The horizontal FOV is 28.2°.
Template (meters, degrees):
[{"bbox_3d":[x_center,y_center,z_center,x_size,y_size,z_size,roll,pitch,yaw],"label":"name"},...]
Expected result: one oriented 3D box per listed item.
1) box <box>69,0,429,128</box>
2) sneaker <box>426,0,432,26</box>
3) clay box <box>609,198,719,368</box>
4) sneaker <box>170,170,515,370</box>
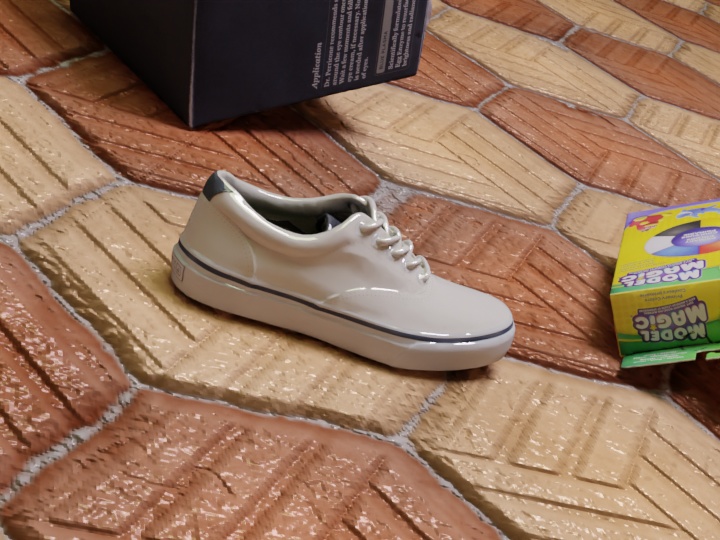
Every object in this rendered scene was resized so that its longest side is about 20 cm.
[{"bbox_3d":[-0.083,-0.216,1.037,0.198,0.119,0.197,-16,42,-31],"label":"box"},{"bbox_3d":[-0.025,-0.230,1.227,0.112,0.078,0.199,35,26,25],"label":"sneaker"},{"bbox_3d":[0.225,0.003,0.930,0.113,0.048,0.200,-9,16,17],"label":"clay box"},{"bbox_3d":[0.000,0.000,0.769,0.197,0.072,0.073,14,25,-19],"label":"sneaker"}]
